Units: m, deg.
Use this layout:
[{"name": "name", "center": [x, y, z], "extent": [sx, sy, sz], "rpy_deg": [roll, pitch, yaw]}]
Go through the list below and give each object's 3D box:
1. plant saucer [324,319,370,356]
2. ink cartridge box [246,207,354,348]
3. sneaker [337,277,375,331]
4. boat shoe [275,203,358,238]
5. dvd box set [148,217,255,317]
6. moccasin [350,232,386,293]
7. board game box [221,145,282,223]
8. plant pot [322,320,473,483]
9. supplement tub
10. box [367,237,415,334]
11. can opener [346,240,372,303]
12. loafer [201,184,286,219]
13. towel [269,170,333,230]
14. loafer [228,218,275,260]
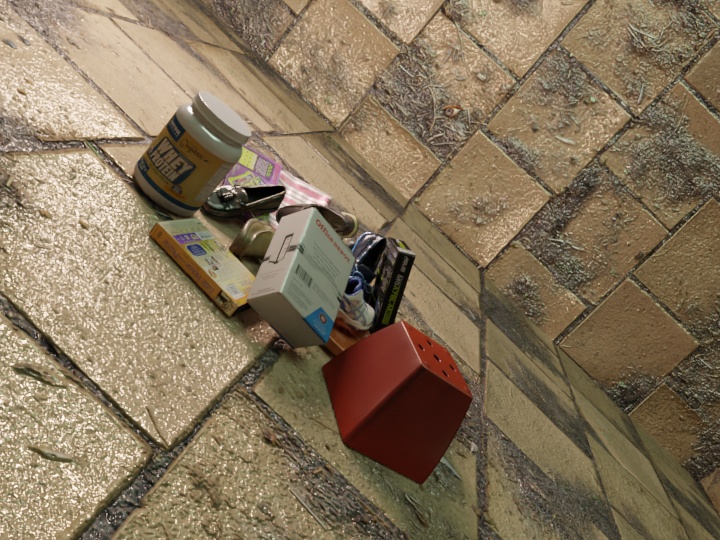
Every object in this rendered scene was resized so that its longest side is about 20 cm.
[{"name": "plant saucer", "center": [-0.038, 0.130, 1.428], "extent": [0.200, 0.032, 0.201], "rpy_deg": [40, 15, -13]}, {"name": "ink cartridge box", "center": [-0.101, 0.013, 1.248], "extent": [0.146, 0.084, 0.201], "rpy_deg": [51, 41, -34]}, {"name": "sneaker", "center": [-0.015, 0.063, 1.439], "extent": [0.075, 0.088, 0.199], "rpy_deg": [51, 15, 33]}, {"name": "boat shoe", "center": [-0.101, -0.115, 1.510], "extent": [0.198, 0.074, 0.065], "rpy_deg": [7, -9, 23]}, {"name": "dvd box set", "center": [-0.259, -0.010, 1.225], "extent": [0.200, 0.029, 0.146], "rpy_deg": [45, 15, 5]}, {"name": "moccasin", "center": [0.000, 0.000, 1.574], "extent": [0.068, 0.202, 0.080], "rpy_deg": [4, -22, 42]}, {"name": "board game box", "center": [-0.246, -0.189, 1.563], "extent": [0.119, 0.032, 0.201], "rpy_deg": [25, 46, -18]}, {"name": "plant pot", "center": [0.076, 0.212, 1.228], "extent": [0.199, 0.176, 0.201], "rpy_deg": [34, 18, -31]}, {"name": "supplement tub", "center": [-0.313, -0.219, 1.314], "extent": [0.144, 0.200, 0.145], "rpy_deg": [39, 16, -13]}, {"name": "box", "center": [0.064, 0.035, 1.585], "extent": [0.047, 0.195, 0.200], "rpy_deg": [14, 9, -7]}, {"name": "can opener", "center": [0.003, 0.016, 1.675], "extent": [0.053, 0.066, 0.201], "rpy_deg": [59, -2, 45]}, {"name": "loafer", "center": [-0.243, -0.156, 1.472], "extent": [0.199, 0.063, 0.072], "rpy_deg": [-11, 67, -45]}, {"name": "towel", "center": [-0.153, -0.141, 1.624], "extent": [0.145, 0.030, 0.201], "rpy_deg": [27, 49, -7]}, {"name": "loafer", "center": [-0.203, -0.059, 1.415], "extent": [0.067, 0.076, 0.200], "rpy_deg": [38, 15, 2]}]
